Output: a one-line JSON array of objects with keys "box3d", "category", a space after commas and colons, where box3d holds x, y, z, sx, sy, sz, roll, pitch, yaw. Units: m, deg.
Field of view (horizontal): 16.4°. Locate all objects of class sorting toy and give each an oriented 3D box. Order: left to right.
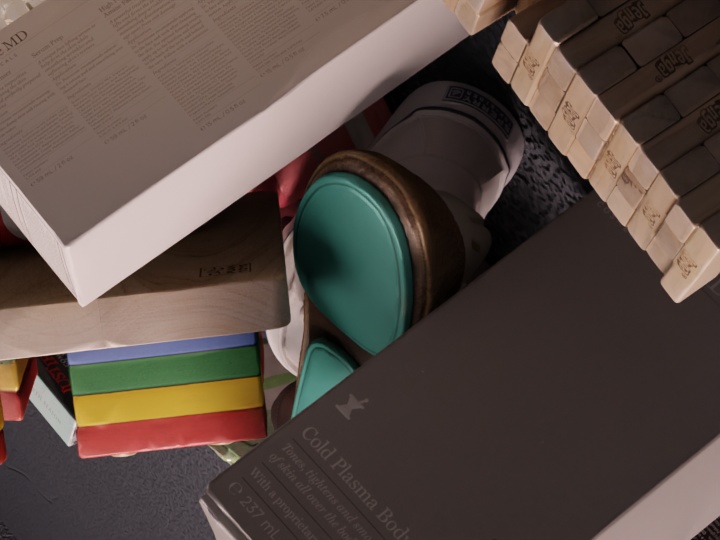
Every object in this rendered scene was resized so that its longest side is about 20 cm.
[{"box3d": [-0.125, 0.028, 0.961, 0.200, 0.198, 0.070, -104, 8, -79], "category": "sorting toy"}]

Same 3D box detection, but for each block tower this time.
[{"box3d": [0.065, -0.089, 0.789, 0.200, 0.058, 0.054, 54, 165, 12], "category": "block tower"}]

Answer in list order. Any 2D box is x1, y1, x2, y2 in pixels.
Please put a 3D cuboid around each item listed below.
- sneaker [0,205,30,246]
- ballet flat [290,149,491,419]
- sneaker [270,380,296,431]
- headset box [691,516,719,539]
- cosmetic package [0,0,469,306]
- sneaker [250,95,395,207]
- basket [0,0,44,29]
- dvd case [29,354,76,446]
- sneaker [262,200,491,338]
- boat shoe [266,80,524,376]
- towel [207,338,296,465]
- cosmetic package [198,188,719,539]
[{"box3d": [-0.088, -0.051, 1.015, 0.115, 0.200, 0.079, 8, 119, 22], "category": "sneaker"}, {"box3d": [0.014, 0.015, 0.927, 0.068, 0.072, 0.201, 39, 146, 28], "category": "ballet flat"}, {"box3d": [0.024, 0.120, 1.090, 0.200, 0.076, 0.091, 62, 173, -33], "category": "sneaker"}, {"box3d": [0.089, 0.175, 0.992, 0.075, 0.200, 0.149, 47, 162, 28], "category": "headset box"}, {"box3d": [-0.039, -0.081, 0.844, 0.083, 0.200, 0.051, 49, 165, 20], "category": "cosmetic package"}, {"box3d": [-0.062, -0.081, 1.131, 0.200, 0.087, 0.074, 33, 153, 56], "category": "sneaker"}, {"box3d": [-0.117, -0.152, 0.987, 0.139, 0.176, 0.200, 57, 154, -16], "category": "basket"}, {"box3d": [-0.101, 0.010, 1.259, 0.146, 0.199, 0.022, 45, 133, 31], "category": "dvd case"}, {"box3d": [-0.016, -0.019, 1.160, 0.198, 0.130, 0.080, -5, 127, 28], "category": "sneaker"}, {"box3d": [0.000, 0.000, 1.023, 0.073, 0.065, 0.200, 28, 142, -1], "category": "boat shoe"}, {"box3d": [-0.055, 0.016, 1.230, 0.200, 0.152, 0.023, 46, 134, 33], "category": "towel"}, {"box3d": [0.055, 0.068, 0.874, 0.107, 0.200, 0.090, 44, 164, 24], "category": "cosmetic package"}]
